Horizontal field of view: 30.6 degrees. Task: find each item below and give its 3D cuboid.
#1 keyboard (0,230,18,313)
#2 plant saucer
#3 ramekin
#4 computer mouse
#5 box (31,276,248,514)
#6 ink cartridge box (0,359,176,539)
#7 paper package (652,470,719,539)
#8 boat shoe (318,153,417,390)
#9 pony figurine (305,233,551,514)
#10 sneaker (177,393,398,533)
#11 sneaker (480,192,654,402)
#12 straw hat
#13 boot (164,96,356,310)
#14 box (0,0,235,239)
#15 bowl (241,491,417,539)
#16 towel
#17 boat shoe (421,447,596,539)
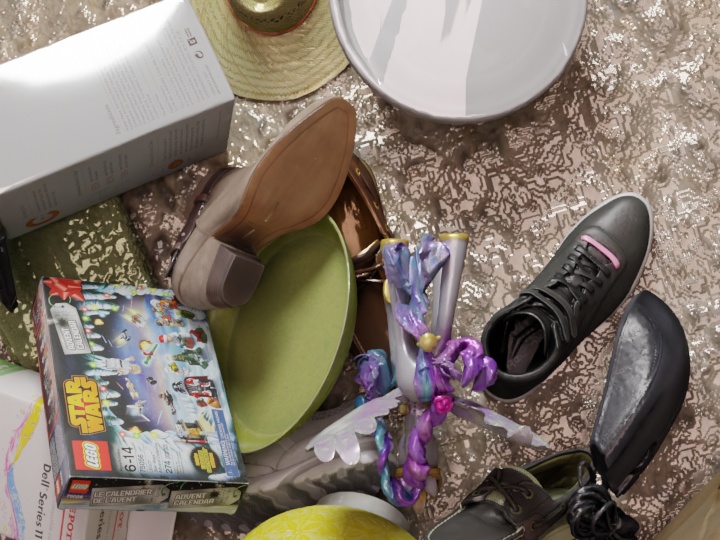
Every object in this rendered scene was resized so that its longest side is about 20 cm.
[{"bbox_3d":[-0.330,-0.059,1.051,0.020,0.128,0.200,-24,43,-30],"label":"keyboard"},{"bbox_3d":[-0.064,0.047,1.031,0.199,0.031,0.202,-28,52,42],"label":"plant saucer"},{"bbox_3d":[0.073,-0.212,1.041,0.199,0.094,0.205,0,89,-1],"label":"ramekin"},{"bbox_3d":[0.215,0.115,0.999,0.052,0.138,0.202,10,76,27],"label":"computer mouse"},{"bbox_3d":[-0.171,0.092,1.001,0.135,0.040,0.201,6,41,-27],"label":"box"},{"bbox_3d":[-0.242,0.156,1.047,0.198,0.067,0.119,15,102,22],"label":"ink cartridge box"},{"bbox_3d":[0.291,0.279,0.962,0.200,0.103,0.191,44,90,-3],"label":"paper package"},{"bbox_3d":[0.000,-0.001,1.058,0.071,0.068,0.202,-18,84,6],"label":"boat shoe"},{"bbox_3d":[0.047,0.078,0.943,0.164,0.193,0.203,2,84,0],"label":"pony figurine"},{"bbox_3d":[-0.065,0.155,1.067,0.197,0.075,0.083,-14,51,10],"label":"sneaker"},{"bbox_3d":[0.163,0.019,1.019,0.071,0.099,0.201,39,90,11],"label":"sneaker"},{"bbox_3d":[-0.075,-0.248,1.079,0.198,0.085,0.204,-1,86,8],"label":"straw hat"},{"bbox_3d":[-0.089,-0.058,1.041,0.070,0.146,0.201,34,90,-27],"label":"boot"},{"bbox_3d":[-0.210,-0.119,1.041,0.198,0.124,0.098,-24,82,-14],"label":"box"},{"bbox_3d":[-0.010,0.236,1.006,0.198,0.201,0.108,12,50,9],"label":"bowl"},{"bbox_3d":[-0.263,-0.029,1.113,0.147,0.036,0.202,-28,81,4],"label":"towel"},{"bbox_3d":[0.111,0.175,0.971,0.071,0.200,0.067,19,109,39],"label":"boat shoe"}]
